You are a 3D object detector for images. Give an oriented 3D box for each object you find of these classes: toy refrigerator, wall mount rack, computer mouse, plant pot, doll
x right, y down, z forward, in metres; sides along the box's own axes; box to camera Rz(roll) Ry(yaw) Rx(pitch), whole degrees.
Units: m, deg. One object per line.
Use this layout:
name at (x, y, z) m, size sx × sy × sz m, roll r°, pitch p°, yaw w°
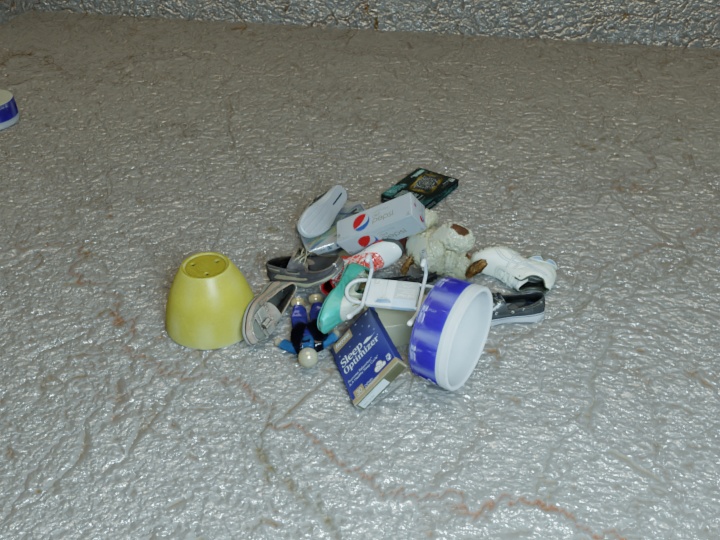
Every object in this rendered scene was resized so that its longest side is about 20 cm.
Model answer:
toy refrigerator at (0.108, 0.105, 1.500) m, size 0.199 × 0.070 × 0.076 m, roll -9°, pitch 41°, yaw -12°
wall mount rack at (0.055, 0.049, 1.388) m, size 0.199 × 0.075 × 0.174 m, roll 5°, pitch 50°, yaw 14°
computer mouse at (0.061, 0.046, 1.547) m, size 0.199 × 0.046 × 0.140 m, roll -9°, pitch 7°, yaw 45°
plant pot at (-0.316, 0.047, 1.513) m, size 0.199 × 0.143 × 0.200 m, roll 0°, pitch 35°, yaw 0°
doll at (-0.111, 0.129, 1.478) m, size 0.136 × 0.049 × 0.200 m, roll -12°, pitch 34°, yaw 1°

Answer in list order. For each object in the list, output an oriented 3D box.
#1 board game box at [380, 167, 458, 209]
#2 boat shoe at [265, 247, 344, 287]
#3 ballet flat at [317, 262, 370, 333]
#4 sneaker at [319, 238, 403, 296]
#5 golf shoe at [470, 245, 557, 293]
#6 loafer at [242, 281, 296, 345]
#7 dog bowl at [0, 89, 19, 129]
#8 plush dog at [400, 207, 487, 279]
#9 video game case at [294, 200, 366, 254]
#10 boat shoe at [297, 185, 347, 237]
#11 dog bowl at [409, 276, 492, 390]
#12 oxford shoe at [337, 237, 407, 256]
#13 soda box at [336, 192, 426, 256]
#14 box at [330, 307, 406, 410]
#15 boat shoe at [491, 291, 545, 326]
board game box at (0.166, -0.223, 2.011) m, size 0.135 × 0.028 × 0.200 m, roll 22°, pitch 41°, yaw 29°
boat shoe at (-0.131, -0.007, 1.597) m, size 0.199 × 0.074 × 0.075 m, roll -12°, pitch 31°, yaw 28°
ballet flat at (-0.024, 0.053, 1.482) m, size 0.070 × 0.068 × 0.200 m, roll 5°, pitch 40°, yaw 20°
sneaker at (0.000, 0.001, 1.606) m, size 0.200 × 0.067 × 0.108 m, roll -16°, pitch 30°, yaw 26°
golf shoe at (0.346, 0.002, 1.649) m, size 0.199 × 0.079 × 0.097 m, roll 7°, pitch 41°, yaw 12°
loafer at (-0.189, 0.080, 1.519) m, size 0.063 × 0.072 × 0.200 m, roll -14°, pitch 27°, yaw 21°
dog bowl at (-1.249, -0.531, 2.401) m, size 0.199 × 0.079 × 0.200 m, roll 1°, pitch 34°, yaw 0°
plush dog at (0.187, -0.031, 1.636) m, size 0.171 × 0.161 × 0.200 m, roll 27°, pitch 4°, yaw -36°
video game case at (-0.061, -0.106, 1.788) m, size 0.181 × 0.022 × 0.200 m, roll -19°, pitch 28°, yaw -5°
boat shoe at (-0.102, -0.137, 1.785) m, size 0.071 × 0.072 × 0.200 m, roll -22°, pitch 18°, yaw 43°
dog bowl at (0.171, 0.117, 1.353) m, size 0.078 × 0.201 × 0.200 m, roll 19°, pitch 38°, yaw 28°
oxford shoe at (0.036, -0.063, 1.743) m, size 0.199 × 0.071 × 0.074 m, roll -21°, pitch 35°, yaw -30°
soda box at (0.045, -0.101, 1.616) m, size 0.199 × 0.068 × 0.064 m, roll -20°, pitch 53°, yaw 28°
box at (0.006, 0.157, 1.389) m, size 0.032 × 0.121 × 0.200 m, roll 33°, pitch 16°, yaw -34°
boat shoe at (0.301, 0.076, 1.543) m, size 0.199 × 0.067 × 0.070 m, roll -1°, pitch 34°, yaw -3°
